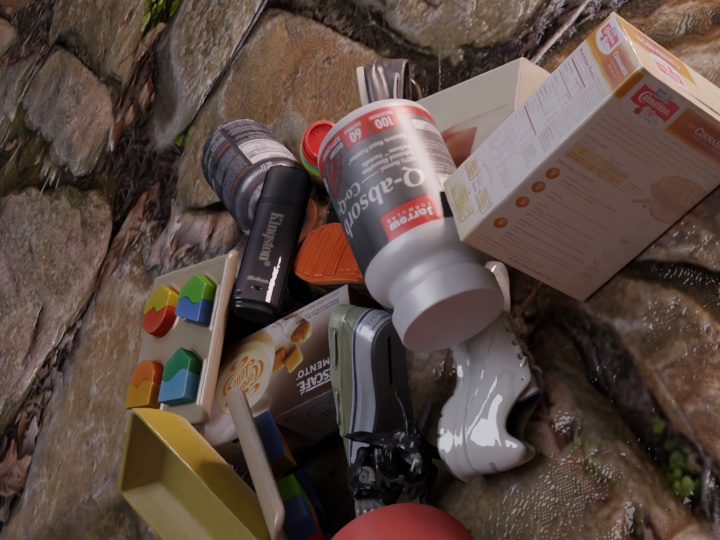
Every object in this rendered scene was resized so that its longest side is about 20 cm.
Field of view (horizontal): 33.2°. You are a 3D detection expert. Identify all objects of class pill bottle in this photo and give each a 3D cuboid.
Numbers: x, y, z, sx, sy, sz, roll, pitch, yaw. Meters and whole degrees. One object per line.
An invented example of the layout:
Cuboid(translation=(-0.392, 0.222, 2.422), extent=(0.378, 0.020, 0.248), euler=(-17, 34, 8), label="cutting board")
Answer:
Cuboid(translation=(-0.119, -0.102, 1.467), extent=(0.107, 0.105, 0.200), euler=(-58, 34, 12), label="pill bottle")
Cuboid(translation=(0.045, -0.039, 1.051), extent=(0.116, 0.115, 0.202), euler=(-43, 56, 31), label="pill bottle")

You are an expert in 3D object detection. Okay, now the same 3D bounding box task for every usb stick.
Cuboid(translation=(-0.095, -0.033, 1.308), extent=(0.033, 0.055, 0.202), euler=(114, 171, -53), label="usb stick")

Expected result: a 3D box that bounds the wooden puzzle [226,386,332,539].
Cuboid(translation=(-0.061, 0.228, 1.149), extent=(0.046, 0.201, 0.186), euler=(-23, 40, -4), label="wooden puzzle")

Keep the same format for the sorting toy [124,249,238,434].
Cuboid(translation=(-0.204, 0.080, 1.323), extent=(0.199, 0.036, 0.188), euler=(-19, 58, 53), label="sorting toy")

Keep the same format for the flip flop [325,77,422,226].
Cuboid(translation=(0.018, -0.115, 1.320), extent=(0.058, 0.080, 0.203), euler=(-5, -70, -87), label="flip flop")

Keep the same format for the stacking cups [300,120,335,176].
Cuboid(translation=(-0.039, -0.132, 1.335), extent=(0.061, 0.060, 0.200), euler=(-64, 4, 4), label="stacking cups")

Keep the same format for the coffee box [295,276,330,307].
Cuboid(translation=(-0.108, 0.088, 1.392), extent=(0.201, 0.044, 0.123), euler=(-59, 34, 12), label="coffee box")

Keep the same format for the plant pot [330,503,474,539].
Cuboid(translation=(0.045, 0.292, 0.936), extent=(0.201, 0.199, 0.178), euler=(-54, 27, 17), label="plant pot")

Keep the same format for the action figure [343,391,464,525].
Cuboid(translation=(0.032, 0.216, 1.060), extent=(0.102, 0.117, 0.203), euler=(26, 101, 66), label="action figure")

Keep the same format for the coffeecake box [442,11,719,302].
Cuboid(translation=(0.191, -0.084, 0.974), extent=(0.200, 0.152, 0.074), euler=(-44, 39, 29), label="coffeecake box")

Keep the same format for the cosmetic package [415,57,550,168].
Cuboid(translation=(0.112, -0.117, 1.154), extent=(0.199, 0.103, 0.088), euler=(-15, 59, 52), label="cosmetic package")

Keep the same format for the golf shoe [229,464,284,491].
Cuboid(translation=(-0.147, 0.253, 1.340), extent=(0.199, 0.075, 0.093), euler=(0, 100, 49), label="golf shoe")

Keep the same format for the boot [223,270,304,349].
Cuboid(translation=(-0.135, 0.029, 1.380), extent=(0.174, 0.069, 0.201), euler=(-46, 42, 19), label="boot")

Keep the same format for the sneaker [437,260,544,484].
Cuboid(translation=(0.123, 0.086, 1.061), extent=(0.086, 0.074, 0.203), euler=(-11, 65, 34), label="sneaker")

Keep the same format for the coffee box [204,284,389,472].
Cuboid(translation=(-0.063, 0.114, 1.243), extent=(0.199, 0.079, 0.116), euler=(-27, 49, 27), label="coffee box")

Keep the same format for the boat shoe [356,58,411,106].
Cuboid(translation=(0.043, -0.123, 1.255), extent=(0.056, 0.067, 0.203), euler=(-14, 85, 11), label="boat shoe")

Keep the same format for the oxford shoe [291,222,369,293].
Cuboid(translation=(0.000, 0.000, 1.259), extent=(0.199, 0.073, 0.072), euler=(11, 69, 52), label="oxford shoe")

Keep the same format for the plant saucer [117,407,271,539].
Cuboid(translation=(-0.163, 0.242, 1.246), extent=(0.200, 0.048, 0.201), euler=(43, 146, 14), label="plant saucer")

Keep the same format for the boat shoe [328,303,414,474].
Cuboid(translation=(0.007, 0.120, 1.121), extent=(0.062, 0.072, 0.203), euler=(23, 124, 38), label="boat shoe")
